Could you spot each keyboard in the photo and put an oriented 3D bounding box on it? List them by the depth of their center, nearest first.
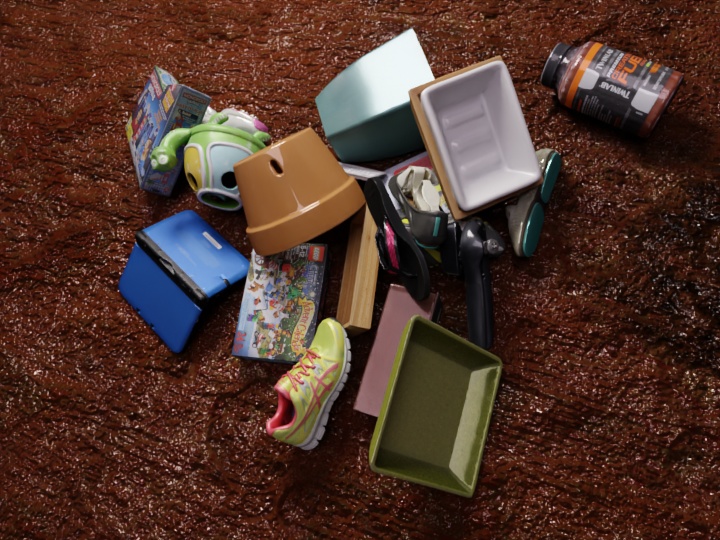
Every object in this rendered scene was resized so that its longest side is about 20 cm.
[{"bbox_3d":[-0.051,-0.185,0.910,0.199,0.011,0.056,18,32,29],"label":"keyboard"}]

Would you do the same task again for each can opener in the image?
[{"bbox_3d":[0.173,0.023,0.768,0.078,0.063,0.202,-4,101,45],"label":"can opener"}]

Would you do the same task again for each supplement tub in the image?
[{"bbox_3d":[0.401,-0.302,0.840,0.199,0.107,0.107,31,79,20],"label":"supplement tub"}]

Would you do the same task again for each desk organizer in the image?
[{"bbox_3d":[0.060,0.128,0.777,0.076,0.072,0.202,13,73,19],"label":"desk organizer"}]

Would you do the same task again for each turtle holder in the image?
[{"bbox_3d":[-0.250,-0.188,0.900,0.140,0.185,0.133,-8,68,36],"label":"turtle holder"}]

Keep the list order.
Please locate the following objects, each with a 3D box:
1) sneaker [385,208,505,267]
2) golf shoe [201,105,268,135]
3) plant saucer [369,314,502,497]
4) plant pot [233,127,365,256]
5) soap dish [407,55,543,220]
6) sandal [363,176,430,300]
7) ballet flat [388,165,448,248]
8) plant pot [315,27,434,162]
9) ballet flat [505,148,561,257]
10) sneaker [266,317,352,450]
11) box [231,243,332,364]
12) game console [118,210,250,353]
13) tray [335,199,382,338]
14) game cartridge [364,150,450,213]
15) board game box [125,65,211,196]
[{"bbox_3d":[0.131,-0.045,0.830,0.198,0.085,0.075,10,37,-4],"label":"sneaker"},{"bbox_3d":[-0.268,-0.265,0.996,0.198,0.075,0.092,15,82,25],"label":"golf shoe"},{"bbox_3d":[0.099,0.187,0.710,0.048,0.199,0.201,-4,63,53],"label":"plant saucer"},{"bbox_3d":[-0.108,-0.133,0.815,0.199,0.200,0.141,-24,108,3],"label":"plant pot"},{"bbox_3d":[0.171,-0.197,0.778,0.156,0.081,0.202,-23,97,-9],"label":"soap dish"},{"bbox_3d":[0.041,-0.042,0.755,0.045,0.075,0.201,-20,76,-25],"label":"sandal"},{"bbox_3d":[0.093,-0.114,0.781,0.067,0.069,0.201,-1,38,-16],"label":"ballet flat"},{"bbox_3d":[0.034,-0.281,0.899,0.198,0.141,0.142,-22,67,10],"label":"plant pot"},{"bbox_3d":[0.269,-0.107,0.831,0.062,0.067,0.201,9,66,39],"label":"ballet flat"},{"bbox_3d":[-0.079,0.163,0.756,0.078,0.090,0.202,12,84,55],"label":"sneaker"},{"bbox_3d":[-0.128,0.052,0.862,0.135,0.038,0.202,3,71,13],"label":"box"},{"bbox_3d":[-0.317,0.014,0.927,0.200,0.119,0.170,39,51,21],"label":"game console"},{"bbox_3d":[0.000,0.000,0.820,0.037,0.099,0.202,12,72,-14],"label":"tray"},{"bbox_3d":[0.120,-0.137,0.880,0.199,0.041,0.134,-25,71,2],"label":"game cartridge"},{"bbox_3d":[-0.364,-0.283,0.973,0.200,0.061,0.201,-47,52,26],"label":"board game box"}]
